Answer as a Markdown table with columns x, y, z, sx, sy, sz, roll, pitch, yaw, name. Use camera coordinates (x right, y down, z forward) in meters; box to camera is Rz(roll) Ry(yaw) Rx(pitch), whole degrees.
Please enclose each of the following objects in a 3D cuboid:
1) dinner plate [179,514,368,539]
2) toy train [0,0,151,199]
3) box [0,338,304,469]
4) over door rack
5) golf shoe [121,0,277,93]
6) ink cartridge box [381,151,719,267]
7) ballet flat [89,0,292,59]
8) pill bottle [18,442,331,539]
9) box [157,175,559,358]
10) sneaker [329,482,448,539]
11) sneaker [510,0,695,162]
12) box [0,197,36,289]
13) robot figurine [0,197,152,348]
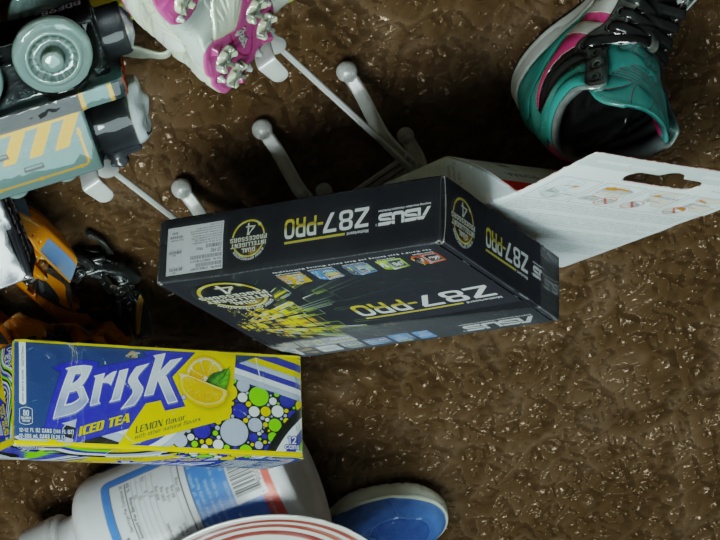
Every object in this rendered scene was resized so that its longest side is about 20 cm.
| x | y | z | sx | sy | sz | roll | pitch | yaw | name |
| --- | --- | --- | --- | --- | --- | --- | --- | --- | --- |
| -0.068 | 0.234 | 1.746 | 0.199 | 0.024 | 0.201 | -6 | 129 | -7 | dinner plate |
| -0.218 | -0.090 | 1.483 | 0.199 | 0.085 | 0.114 | -18 | 120 | -2 | toy train |
| -0.139 | 0.087 | 1.646 | 0.199 | 0.070 | 0.064 | 5 | 166 | -27 | box |
| -0.066 | -0.077 | 1.603 | 0.148 | 0.067 | 0.200 | -35 | 147 | 16 | over door rack |
| -0.110 | -0.172 | 1.415 | 0.075 | 0.091 | 0.200 | -53 | 157 | -18 | golf shoe |
| 0.131 | -0.053 | 1.599 | 0.160 | 0.047 | 0.200 | 6 | 160 | -38 | ink cartridge box |
| -0.102 | -0.162 | 1.535 | 0.199 | 0.067 | 0.067 | -6 | 171 | -3 | ballet flat |
| -0.129 | 0.177 | 1.776 | 0.199 | 0.112 | 0.112 | -24 | 129 | 10 | pill bottle |
| 0.000 | 0.000 | 1.582 | 0.199 | 0.049 | 0.161 | -8 | 160 | 27 | box |
| -0.024 | 0.230 | 1.838 | 0.199 | 0.111 | 0.077 | -19 | 129 | 4 | sneaker |
| 0.171 | -0.139 | 1.576 | 0.083 | 0.121 | 0.200 | 24 | 120 | -27 | sneaker |
| -0.322 | -0.056 | 1.549 | 0.199 | 0.050 | 0.199 | -18 | 106 | 4 | box |
| -0.227 | 0.023 | 1.665 | 0.145 | 0.058 | 0.200 | -37 | 125 | 13 | robot figurine |
